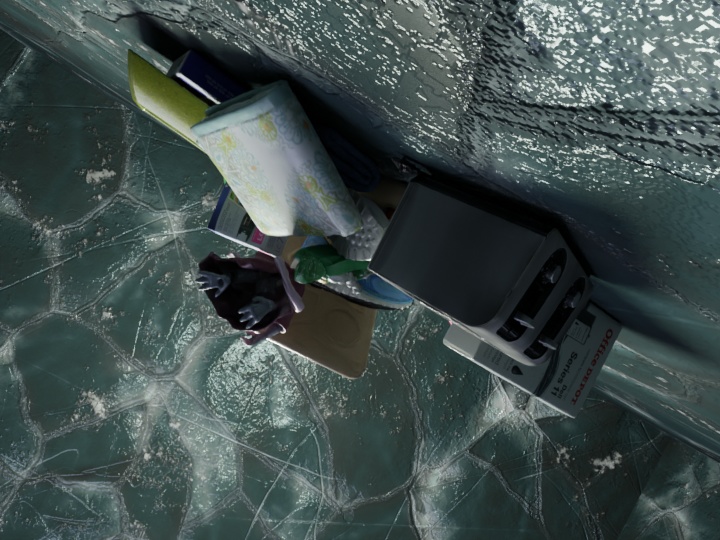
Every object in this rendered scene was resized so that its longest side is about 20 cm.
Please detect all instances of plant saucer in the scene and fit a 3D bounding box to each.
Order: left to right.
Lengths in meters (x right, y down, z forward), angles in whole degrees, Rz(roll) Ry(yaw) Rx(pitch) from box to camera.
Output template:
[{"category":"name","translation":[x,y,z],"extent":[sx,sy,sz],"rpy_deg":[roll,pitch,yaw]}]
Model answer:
[{"category":"plant saucer","translation":[-0.235,-0.207,0.803],"extent":[0.198,0.048,0.200],"rpy_deg":[34,180,-21]}]

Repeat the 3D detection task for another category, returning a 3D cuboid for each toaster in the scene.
[{"category":"toaster","translation":[0.120,-0.002,0.606],"extent":[0.198,0.120,0.180],"rpy_deg":[30,178,37]}]

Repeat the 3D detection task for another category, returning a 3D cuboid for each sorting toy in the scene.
[{"category":"sorting toy","translation":[-0.059,0.045,0.900],"extent":[0.183,0.203,0.036],"rpy_deg":[28,143,-16]},{"category":"sorting toy","translation":[0.054,-0.061,0.828],"extent":[0.184,0.037,0.200],"rpy_deg":[29,166,46]}]

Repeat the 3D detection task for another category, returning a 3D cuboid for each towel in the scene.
[{"category":"towel","translation":[-0.098,-0.117,0.664],"extent":[0.198,0.048,0.172],"rpy_deg":[5,136,51]},{"category":"towel","translation":[-0.063,-0.150,0.752],"extent":[0.111,0.049,0.199],"rpy_deg":[30,179,-36]}]

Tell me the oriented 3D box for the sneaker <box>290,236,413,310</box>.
[{"category":"sneaker","translation":[0.000,0.000,0.860],"extent":[0.197,0.092,0.078],"rpy_deg":[23,170,-20]}]

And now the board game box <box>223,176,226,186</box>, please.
[{"category":"board game box","translation":[-0.178,-0.162,0.988],"extent":[0.040,0.156,0.199],"rpy_deg":[-20,-150,-31]}]

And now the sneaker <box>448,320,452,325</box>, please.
[{"category":"sneaker","translation":[0.223,0.071,0.961],"extent":[0.082,0.074,0.199],"rpy_deg":[61,156,-4]}]

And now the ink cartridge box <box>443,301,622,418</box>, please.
[{"category":"ink cartridge box","translation":[0.232,0.085,0.775],"extent":[0.198,0.149,0.083],"rpy_deg":[30,178,-23]}]

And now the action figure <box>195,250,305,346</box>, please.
[{"category":"action figure","translation":[-0.117,0.012,0.750],"extent":[0.136,0.147,0.199],"rpy_deg":[68,-161,7]}]

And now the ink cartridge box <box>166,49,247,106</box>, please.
[{"category":"ink cartridge box","translation":[-0.197,-0.237,0.757],"extent":[0.099,0.040,0.200],"rpy_deg":[33,180,-29]}]

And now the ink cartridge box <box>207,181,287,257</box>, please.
[{"category":"ink cartridge box","translation":[-0.163,-0.099,0.868],"extent":[0.042,0.121,0.198],"rpy_deg":[25,176,-42]}]

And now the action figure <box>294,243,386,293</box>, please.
[{"category":"action figure","translation":[-0.022,-0.006,0.731],"extent":[0.117,0.056,0.199],"rpy_deg":[25,-166,26]}]

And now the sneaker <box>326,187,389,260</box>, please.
[{"category":"sneaker","translation":[-0.001,-0.060,0.716],"extent":[0.079,0.078,0.200],"rpy_deg":[12,-166,-28]}]
